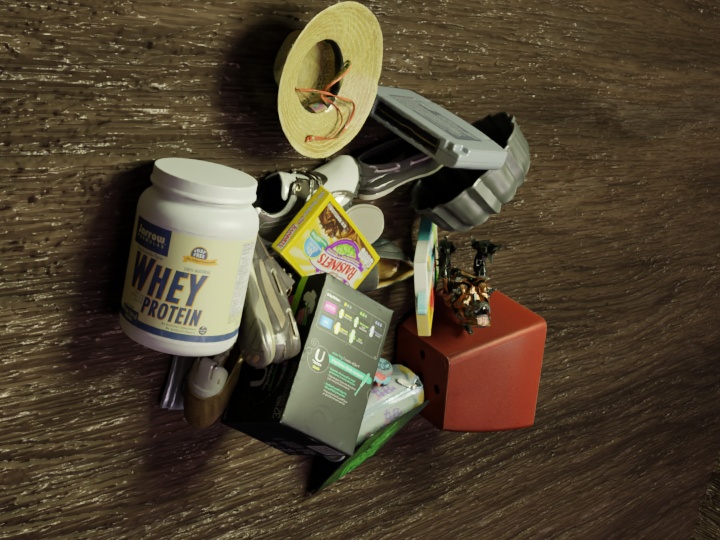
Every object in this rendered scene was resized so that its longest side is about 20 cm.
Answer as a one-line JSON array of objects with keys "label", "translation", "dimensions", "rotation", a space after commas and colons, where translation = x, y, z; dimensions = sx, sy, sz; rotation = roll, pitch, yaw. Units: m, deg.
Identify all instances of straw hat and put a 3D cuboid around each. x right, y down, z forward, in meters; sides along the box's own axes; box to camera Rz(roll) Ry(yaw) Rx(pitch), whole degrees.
[{"label": "straw hat", "translation": [-0.063, -0.248, 1.411], "dimensions": [0.200, 0.085, 0.204], "rotation": [-33, 138, -35]}]

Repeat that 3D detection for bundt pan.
[{"label": "bundt pan", "translation": [0.169, -0.135, 1.663], "dimensions": [0.076, 0.201, 0.203], "rotation": [45, 71, -22]}]

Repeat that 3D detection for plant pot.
[{"label": "plant pot", "translation": [0.164, 0.152, 1.842], "dimensions": [0.174, 0.199, 0.203], "rotation": [-16, 122, -33]}]

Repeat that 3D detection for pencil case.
[{"label": "pencil case", "translation": [0.012, 0.220, 1.757], "dimensions": [0.198, 0.090, 0.084], "rotation": [-26, 103, -39]}]

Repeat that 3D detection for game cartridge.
[{"label": "game cartridge", "translation": [0.101, -0.195, 1.552], "dimensions": [0.132, 0.199, 0.041], "rotation": [-8, 128, -47]}]

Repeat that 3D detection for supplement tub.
[{"label": "supplement tub", "translation": [-0.198, -0.017, 1.319], "dimensions": [0.144, 0.144, 0.203], "rotation": [-6, 114, -50]}]

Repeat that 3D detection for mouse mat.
[{"label": "mouse mat", "translation": [0.015, 0.279, 1.773], "dimensions": [0.160, 0.008, 0.200], "rotation": [-24, 162, -45]}]

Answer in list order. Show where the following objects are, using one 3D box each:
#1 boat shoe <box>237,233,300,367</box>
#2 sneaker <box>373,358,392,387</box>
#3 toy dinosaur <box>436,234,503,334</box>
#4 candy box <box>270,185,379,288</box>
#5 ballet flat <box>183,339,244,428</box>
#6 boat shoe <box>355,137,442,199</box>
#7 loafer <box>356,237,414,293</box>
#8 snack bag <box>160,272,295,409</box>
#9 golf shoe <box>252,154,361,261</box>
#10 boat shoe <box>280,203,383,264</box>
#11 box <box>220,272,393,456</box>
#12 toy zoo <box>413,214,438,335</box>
[{"label": "boat shoe", "translation": [-0.123, 0.026, 1.399], "dimensions": [0.072, 0.203, 0.074], "rotation": [3, 152, -34]}, {"label": "sneaker", "translation": [-0.001, 0.112, 1.695], "dimensions": [0.199, 0.079, 0.097], "rotation": [30, 83, -54]}, {"label": "toy dinosaur", "translation": [0.156, 0.021, 1.763], "dimensions": [0.101, 0.199, 0.138], "rotation": [-10, 111, -31]}, {"label": "candy box", "translation": [-0.043, -0.024, 1.502], "dimensions": [0.102, 0.026, 0.200], "rotation": [-49, 149, -5]}, {"label": "ballet flat", "translation": [-0.174, 0.102, 1.433], "dimensions": [0.202, 0.067, 0.072], "rotation": [-61, 169, -11]}, {"label": "boat shoe", "translation": [0.066, -0.166, 1.621], "dimensions": [0.199, 0.066, 0.058], "rotation": [-32, 139, -33]}, {"label": "loafer", "translation": [0.000, 0.000, 1.638], "dimensions": [0.198, 0.072, 0.074], "rotation": [-22, 126, -43]}, {"label": "snack bag", "translation": [-0.174, 0.091, 1.513], "dimensions": [0.187, 0.021, 0.203], "rotation": [6, 104, -53]}, {"label": "golf shoe", "translation": [-0.074, -0.103, 1.485], "dimensions": [0.200, 0.077, 0.095], "rotation": [-46, 139, -27]}, {"label": "boat shoe", "translation": [-0.044, -0.052, 1.580], "dimensions": [0.199, 0.056, 0.068], "rotation": [-26, 116, -47]}, {"label": "box", "translation": [-0.068, 0.124, 1.459], "dimensions": [0.123, 0.147, 0.203], "rotation": [29, 66, -32]}, {"label": "toy zoo", "translation": [0.100, 0.005, 1.719], "dimensions": [0.201, 0.020, 0.133], "rotation": [-77, 165, -54]}]
